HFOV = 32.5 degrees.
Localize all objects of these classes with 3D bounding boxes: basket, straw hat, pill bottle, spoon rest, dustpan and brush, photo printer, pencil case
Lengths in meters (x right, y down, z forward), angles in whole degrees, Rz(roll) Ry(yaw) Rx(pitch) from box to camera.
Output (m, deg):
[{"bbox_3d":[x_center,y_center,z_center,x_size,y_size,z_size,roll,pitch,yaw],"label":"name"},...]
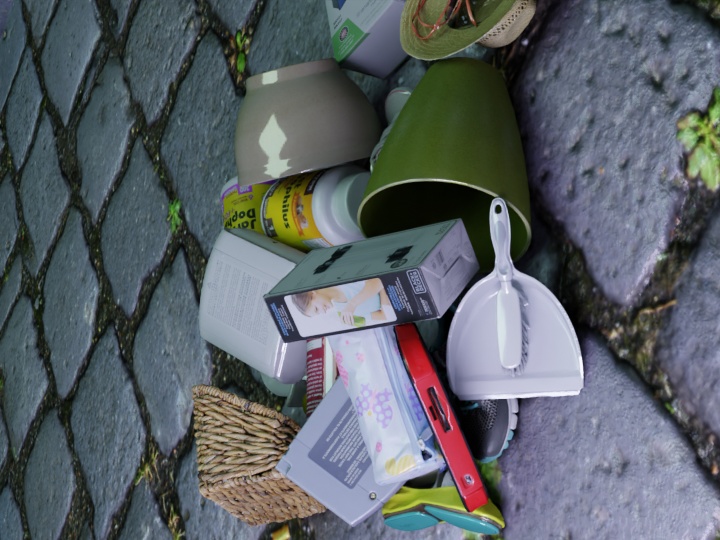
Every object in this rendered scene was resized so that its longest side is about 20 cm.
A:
[{"bbox_3d":[-0.115,0.223,1.565,0.142,0.200,0.149,-14,62,10],"label":"basket"},{"bbox_3d":[0.145,-0.298,1.388,0.201,0.085,0.202,-30,44,33],"label":"straw hat"},{"bbox_3d":[-0.010,0.156,1.496,0.113,0.113,0.201,-20,66,54],"label":"pill bottle"},{"bbox_3d":[-0.093,0.140,1.696,0.200,0.060,0.100,-137,62,-68],"label":"spoon rest"},{"bbox_3d":[0.149,0.029,1.249,0.139,0.057,0.201,-5,84,17],"label":"dustpan and brush"},{"bbox_3d":[-0.135,0.038,1.617,0.200,0.069,0.167,23,104,44],"label":"photo printer"},{"bbox_3d":[-0.040,-0.078,1.606,0.200,0.109,0.110,-6,77,57],"label":"pill bottle"},{"bbox_3d":[-0.139,-0.033,1.753,0.104,0.104,0.201,-41,50,45],"label":"pill bottle"},{"bbox_3d":[0.027,0.135,1.354,0.091,0.083,0.201,105,147,-70],"label":"pencil case"}]

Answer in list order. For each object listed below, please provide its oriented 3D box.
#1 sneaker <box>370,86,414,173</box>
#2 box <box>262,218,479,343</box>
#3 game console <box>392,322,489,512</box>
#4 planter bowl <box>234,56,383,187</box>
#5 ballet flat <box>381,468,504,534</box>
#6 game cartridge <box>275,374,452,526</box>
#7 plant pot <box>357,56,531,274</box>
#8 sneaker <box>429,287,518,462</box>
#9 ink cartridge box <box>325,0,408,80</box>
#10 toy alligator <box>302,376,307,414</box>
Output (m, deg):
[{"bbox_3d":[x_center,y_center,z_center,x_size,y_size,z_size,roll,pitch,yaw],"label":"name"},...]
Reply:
[{"bbox_3d":[0.056,-0.144,1.492,0.081,0.088,0.200,-46,46,42],"label":"sneaker"},{"bbox_3d":[0.011,0.012,1.301,0.200,0.117,0.060,-11,111,32],"label":"box"},{"bbox_3d":[0.076,0.138,1.287,0.177,0.031,0.200,-115,2,-73],"label":"game console"},{"bbox_3d":[-0.074,-0.193,1.569,0.200,0.200,0.135,-5,101,57],"label":"planter bowl"},{"bbox_3d":[0.091,0.252,1.367,0.200,0.067,0.067,-17,48,56],"label":"ballet flat"},{"bbox_3d":[0.012,0.183,1.410,0.200,0.133,0.042,-53,-9,-7],"label":"game cartridge"},{"bbox_3d":[0.104,-0.127,1.359,0.187,0.187,0.201,-32,40,50],"label":"plant pot"},{"bbox_3d":[0.112,0.108,1.338,0.078,0.091,0.201,-31,57,50],"label":"sneaker"},{"bbox_3d":[0.023,-0.376,1.605,0.145,0.087,0.201,-40,48,46],"label":"ink cartridge box"},{"bbox_3d":[-0.031,0.126,1.585,0.054,0.059,0.201,3,85,57],"label":"toy alligator"}]
